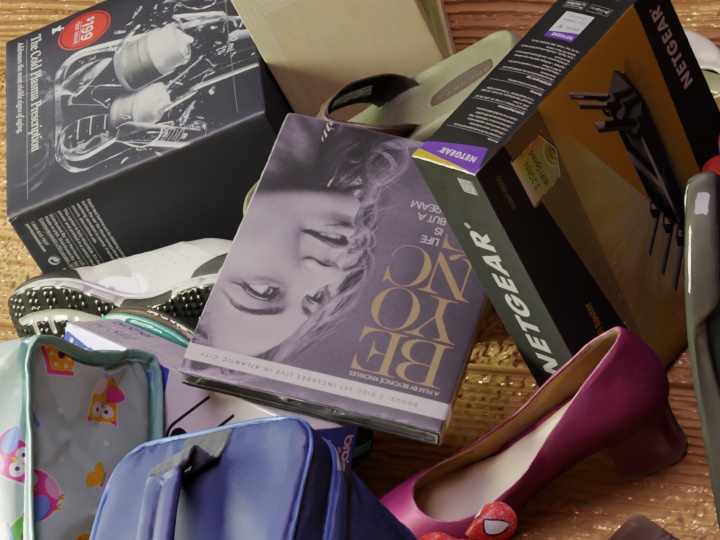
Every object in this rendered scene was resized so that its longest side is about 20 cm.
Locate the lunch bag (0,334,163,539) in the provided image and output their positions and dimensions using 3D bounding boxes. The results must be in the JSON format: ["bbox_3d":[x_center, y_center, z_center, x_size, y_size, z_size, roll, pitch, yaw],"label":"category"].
[{"bbox_3d":[-0.199,0.146,1.477,0.170,0.122,0.201,-11,78,38],"label":"lunch bag"}]

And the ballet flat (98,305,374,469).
[{"bbox_3d":[-0.071,0.074,1.549,0.200,0.068,0.068,28,23,37],"label":"ballet flat"}]

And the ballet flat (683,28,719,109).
[{"bbox_3d":[0.173,-0.120,1.599,0.200,0.072,0.068,17,56,44],"label":"ballet flat"}]

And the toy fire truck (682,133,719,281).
[{"bbox_3d":[0.259,-0.028,1.363,0.199,0.168,0.112,-11,41,22],"label":"toy fire truck"}]

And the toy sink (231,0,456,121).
[{"bbox_3d":[-0.017,-0.192,1.699,0.112,0.200,0.131,-23,37,10],"label":"toy sink"}]

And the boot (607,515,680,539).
[{"bbox_3d":[0.121,0.211,1.275,0.200,0.064,0.186,-35,36,-14],"label":"boot"}]

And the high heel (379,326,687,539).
[{"bbox_3d":[0.070,0.095,1.405,0.200,0.096,0.067,-19,41,14],"label":"high heel"}]

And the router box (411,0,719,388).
[{"bbox_3d":[0.130,-0.039,1.432,0.052,0.200,0.157,20,60,46],"label":"router box"}]

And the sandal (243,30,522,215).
[{"bbox_3d":[0.009,-0.090,1.588,0.201,0.057,0.080,-35,36,13],"label":"sandal"}]

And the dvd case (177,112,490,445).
[{"bbox_3d":[0.000,0.000,1.484,0.148,0.016,0.200,13,52,10],"label":"dvd case"}]

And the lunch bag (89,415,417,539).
[{"bbox_3d":[-0.061,0.164,1.301,0.136,0.132,0.200,-14,48,28],"label":"lunch bag"}]

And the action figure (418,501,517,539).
[{"bbox_3d":[0.004,0.189,1.371,0.200,0.052,0.065,-39,44,-8],"label":"action figure"}]

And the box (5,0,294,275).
[{"bbox_3d":[-0.130,-0.092,1.738,0.182,0.104,0.200,-21,39,9],"label":"box"}]

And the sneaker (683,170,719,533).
[{"bbox_3d":[0.219,0.043,1.317,0.114,0.200,0.076,-12,0,9],"label":"sneaker"}]

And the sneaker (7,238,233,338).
[{"bbox_3d":[-0.125,0.021,1.650,0.199,0.074,0.080,-2,31,25],"label":"sneaker"}]

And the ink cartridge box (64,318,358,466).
[{"bbox_3d":[-0.093,0.100,1.494,0.200,0.094,0.044,21,16,40],"label":"ink cartridge box"}]
